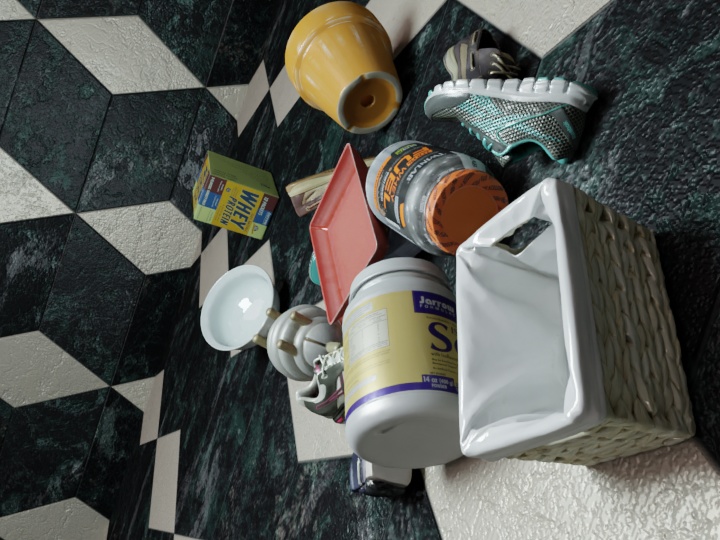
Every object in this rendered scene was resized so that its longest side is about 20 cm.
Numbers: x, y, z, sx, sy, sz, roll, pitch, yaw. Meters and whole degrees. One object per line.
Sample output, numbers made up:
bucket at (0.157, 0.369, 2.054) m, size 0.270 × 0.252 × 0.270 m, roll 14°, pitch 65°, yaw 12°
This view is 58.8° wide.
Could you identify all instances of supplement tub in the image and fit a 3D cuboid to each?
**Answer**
supplement tub at (0.091, -0.090, 0.789) m, size 0.123 × 0.122 × 0.200 m, roll -68°, pitch 24°, yaw 9°
supplement tub at (0.052, 0.100, 0.713) m, size 0.145 × 0.145 × 0.200 m, roll -50°, pitch 32°, yaw 42°

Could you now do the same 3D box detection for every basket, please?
basket at (0.165, 0.051, 0.520) m, size 0.136 × 0.123 × 0.201 m, roll -42°, pitch 37°, yaw 51°

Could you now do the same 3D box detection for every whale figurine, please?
whale figurine at (-0.296, 0.119, 1.583) m, size 0.200 × 0.103 × 0.160 m, roll 92°, pitch -168°, yaw -84°

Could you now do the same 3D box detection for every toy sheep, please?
toy sheep at (-0.088, 0.118, 1.039) m, size 0.200 × 0.138 × 0.138 m, roll 8°, pitch 81°, yaw 59°

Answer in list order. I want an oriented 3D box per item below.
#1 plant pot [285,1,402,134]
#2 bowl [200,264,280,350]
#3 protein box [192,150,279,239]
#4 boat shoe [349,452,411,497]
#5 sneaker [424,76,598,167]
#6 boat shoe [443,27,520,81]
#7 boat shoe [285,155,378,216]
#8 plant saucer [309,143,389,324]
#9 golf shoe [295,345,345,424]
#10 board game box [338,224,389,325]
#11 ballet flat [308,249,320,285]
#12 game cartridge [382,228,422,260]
plant pot at (-0.015, -0.351, 1.159) m, size 0.200 × 0.200 × 0.183 m, roll -57°, pitch 43°, yaw 32°
bowl at (-0.251, 0.096, 1.428) m, size 0.201 × 0.090 × 0.202 m, roll -15°, pitch 59°, yaw 25°
protein box at (-0.351, -0.211, 1.781) m, size 0.135 × 0.198 × 0.200 m, roll -64°, pitch 25°, yaw 20°
boat shoe at (0.025, 0.187, 0.807) m, size 0.093 × 0.074 × 0.200 m, roll 129°, pitch 156°, yaw -54°
sneaker at (0.152, -0.160, 0.701) m, size 0.200 × 0.077 × 0.092 m, roll 13°, pitch 97°, yaw 40°
boat shoe at (0.159, -0.246, 0.809) m, size 0.073 × 0.074 × 0.200 m, roll -48°, pitch 38°, yaw 34°
boat shoe at (-0.021, -0.139, 1.061) m, size 0.072 × 0.199 × 0.072 m, roll -76°, pitch -31°, yaw -78°
plant saucer at (-0.018, -0.052, 0.964) m, size 0.200 × 0.037 × 0.200 m, roll 120°, pitch 144°, yaw -47°
golf shoe at (-0.018, 0.141, 0.919) m, size 0.200 × 0.088 × 0.077 m, roll -60°, pitch 24°, yaw 25°
board game box at (0.000, 0.000, 0.986) m, size 0.103 × 0.019 × 0.201 m, roll -132°, pitch 49°, yaw -59°
ballet flat at (-0.031, -0.066, 1.143) m, size 0.201 × 0.072 × 0.072 m, roll -66°, pitch 24°, yaw 15°
game cartridge at (0.045, -0.068, 0.993) m, size 0.200 × 0.040 × 0.134 m, roll -18°, pitch 61°, yaw 63°
